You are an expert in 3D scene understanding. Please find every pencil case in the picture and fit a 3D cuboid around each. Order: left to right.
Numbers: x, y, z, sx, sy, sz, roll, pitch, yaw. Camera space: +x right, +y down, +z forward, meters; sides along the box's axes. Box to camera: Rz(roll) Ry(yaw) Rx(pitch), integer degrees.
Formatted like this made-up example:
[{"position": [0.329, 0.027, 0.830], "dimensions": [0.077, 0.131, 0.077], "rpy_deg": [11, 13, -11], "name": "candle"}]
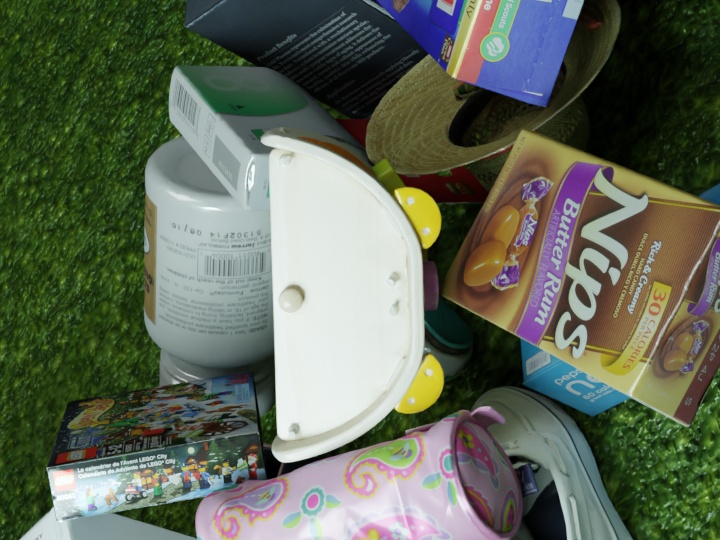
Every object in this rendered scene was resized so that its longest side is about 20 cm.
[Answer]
[{"position": [0.000, 0.144, 1.225], "dimensions": [0.200, 0.087, 0.088], "rpy_deg": [-21, 51, 27], "name": "pencil case"}]

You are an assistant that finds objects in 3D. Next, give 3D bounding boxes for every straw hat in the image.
[{"position": [0.109, -0.100, 1.388], "dimensions": [0.201, 0.085, 0.201], "rpy_deg": [-24, 30, 15], "name": "straw hat"}]

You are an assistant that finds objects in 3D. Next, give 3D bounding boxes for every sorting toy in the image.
[{"position": [0.000, 0.000, 1.296], "dimensions": [0.180, 0.107, 0.200], "rpy_deg": [-76, -15, -78], "name": "sorting toy"}]

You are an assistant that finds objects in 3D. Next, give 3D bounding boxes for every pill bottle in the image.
[{"position": [-0.102, 0.009, 1.501], "dimensions": [0.114, 0.114, 0.200], "rpy_deg": [-126, 33, -52], "name": "pill bottle"}]

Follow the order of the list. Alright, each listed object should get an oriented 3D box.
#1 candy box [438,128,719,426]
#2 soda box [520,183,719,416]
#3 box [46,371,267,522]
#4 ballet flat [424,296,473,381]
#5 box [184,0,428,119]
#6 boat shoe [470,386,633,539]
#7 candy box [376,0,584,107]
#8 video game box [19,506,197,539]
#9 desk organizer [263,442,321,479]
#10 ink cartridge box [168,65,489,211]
[{"position": [0.140, -0.001, 1.191], "dimensions": [0.200, 0.056, 0.117], "rpy_deg": [28, 91, 54], "name": "candy box"}, {"position": [0.189, 0.014, 1.226], "dimensions": [0.200, 0.068, 0.064], "rpy_deg": [-31, 46, 37], "name": "soda box"}, {"position": [-0.134, 0.115, 1.379], "dimensions": [0.200, 0.136, 0.038], "rpy_deg": [-120, 21, -81], "name": "box"}, {"position": [0.006, 0.007, 1.440], "dimensions": [0.069, 0.069, 0.200], "rpy_deg": [-47, 57, 21], "name": "ballet flat"}, {"position": [-0.015, -0.244, 1.545], "dimensions": [0.124, 0.196, 0.200], "rpy_deg": [-28, 47, 39], "name": "box"}, {"position": [0.107, 0.131, 1.257], "dimensions": [0.074, 0.065, 0.200], "rpy_deg": [-54, 36, 13], "name": "boat shoe"}, {"position": [0.087, -0.222, 1.341], "dimensions": [0.200, 0.077, 0.169], "rpy_deg": [-125, 51, -61], "name": "candy box"}, {"position": [-0.181, 0.247, 1.432], "dimensions": [0.182, 0.200, 0.047], "rpy_deg": [-41, 45, 29], "name": "video game box"}, {"position": [-0.012, 0.163, 1.378], "dimensions": [0.200, 0.077, 0.072], "rpy_deg": [0, 68, 52], "name": "desk organizer"}, {"position": [-0.017, -0.096, 1.448], "dimensions": [0.161, 0.200, 0.050], "rpy_deg": [-132, 44, -53], "name": "ink cartridge box"}]
